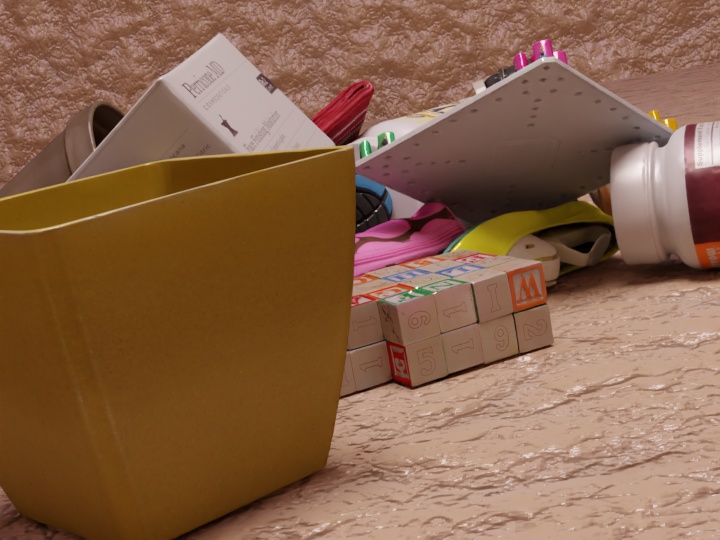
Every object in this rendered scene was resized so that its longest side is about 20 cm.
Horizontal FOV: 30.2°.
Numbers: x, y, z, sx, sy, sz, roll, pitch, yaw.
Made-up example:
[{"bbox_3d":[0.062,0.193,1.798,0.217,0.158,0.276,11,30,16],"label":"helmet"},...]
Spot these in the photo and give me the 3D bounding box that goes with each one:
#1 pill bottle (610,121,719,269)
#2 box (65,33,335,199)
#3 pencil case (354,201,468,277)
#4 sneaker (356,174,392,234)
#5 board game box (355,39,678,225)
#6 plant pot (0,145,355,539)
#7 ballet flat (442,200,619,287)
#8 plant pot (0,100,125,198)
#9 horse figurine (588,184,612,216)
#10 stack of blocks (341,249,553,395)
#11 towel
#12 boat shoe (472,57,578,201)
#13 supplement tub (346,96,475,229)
[{"bbox_3d":[0.301,-0.061,1.036,0.199,0.115,0.114,-6,11,22],"label":"pill bottle"},{"bbox_3d":[-0.138,-0.045,0.971,0.200,0.131,0.199,-45,9,18],"label":"box"},{"bbox_3d":[0.000,0.000,1.086,0.199,0.091,0.094,-18,-22,-28],"label":"pencil case"},{"bbox_3d":[-0.061,-0.018,1.159,0.200,0.073,0.082,-36,9,-17],"label":"sneaker"},{"bbox_3d":[0.129,-0.102,1.087,0.199,0.026,0.199,-26,-31,36],"label":"board game box"},{"bbox_3d":[-0.120,0.040,0.740,0.199,0.178,0.199,-19,13,-39],"label":"plant pot"},{"bbox_3d":[0.149,-0.016,1.102,0.067,0.067,0.199,27,31,38],"label":"ballet flat"},{"bbox_3d":[-0.336,-0.076,1.591,0.173,0.201,0.200,-24,8,12],"label":"plant pot"},{"bbox_3d":[0.234,-0.095,1.246,0.050,0.133,0.200,-15,13,-1],"label":"horse figurine"},{"bbox_3d":[0.018,0.040,0.928,0.199,0.059,0.115,-15,12,-22],"label":"stack of blocks"},{"bbox_3d":[-0.053,-0.076,1.251,0.022,0.201,0.145,36,50,12],"label":"towel"},{"bbox_3d":[0.173,-0.105,1.212,0.067,0.200,0.072,-30,36,8],"label":"boat shoe"},{"bbox_3d":[0.071,-0.080,1.273,0.144,0.146,0.199,-1,14,42],"label":"supplement tub"}]
